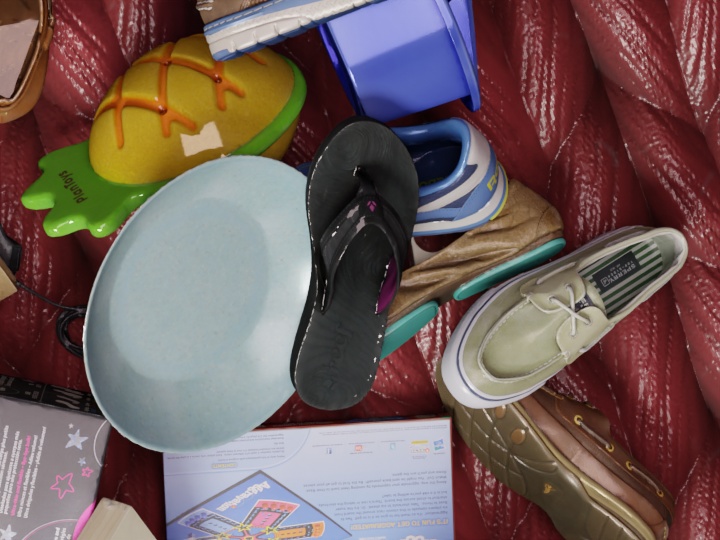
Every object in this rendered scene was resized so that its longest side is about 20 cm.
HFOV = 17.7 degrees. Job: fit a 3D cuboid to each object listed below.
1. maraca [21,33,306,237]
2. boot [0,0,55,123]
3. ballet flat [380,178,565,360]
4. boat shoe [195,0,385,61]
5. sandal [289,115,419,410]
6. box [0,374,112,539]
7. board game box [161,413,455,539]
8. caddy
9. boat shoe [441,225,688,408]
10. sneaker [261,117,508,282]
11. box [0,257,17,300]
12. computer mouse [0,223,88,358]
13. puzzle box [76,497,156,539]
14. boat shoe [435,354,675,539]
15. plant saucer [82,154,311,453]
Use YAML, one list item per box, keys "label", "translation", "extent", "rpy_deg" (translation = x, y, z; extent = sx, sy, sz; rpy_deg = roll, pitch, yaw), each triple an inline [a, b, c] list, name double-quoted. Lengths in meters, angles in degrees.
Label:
- label: "maraca"
  translation: [-0.127, -0.084, 1.510]
  extent: [0.199, 0.137, 0.107]
  rpy_deg: [-31, 123, -11]
- label: "boot"
  translation: [-0.222, -0.195, 1.477]
  extent: [0.073, 0.155, 0.201]
  rpy_deg: [-2, 93, -7]
- label: "ballet flat"
  translation: [0.043, 0.000, 1.576]
  extent: [0.199, 0.068, 0.073]
  rpy_deg: [-32, 76, -6]
- label: "boat shoe"
  translation: [-0.009, -0.195, 1.413]
  extent: [0.199, 0.072, 0.073]
  rpy_deg: [-21, 94, 2]
- label: "sandal"
  translation: [0.001, 0.001, 1.483]
  extent: [0.075, 0.048, 0.202]
  rpy_deg: [-2, 113, -20]
- label: "box"
  translation: [-0.237, 0.174, 1.505]
  extent: [0.114, 0.132, 0.201]
  rpy_deg: [13, 91, -7]
- label: "board game box"
  translation: [-0.035, 0.155, 1.585]
  extent: [0.199, 0.019, 0.104]
  rpy_deg: [-3, 96, -7]
- label: "caddy"
  translation: [0.018, -0.188, 1.520]
  extent: [0.105, 0.141, 0.201]
  rpy_deg: [-24, 96, -1]
- label: "boat shoe"
  translation: [0.137, 0.022, 1.552]
  extent: [0.200, 0.062, 0.072]
  rpy_deg: [-36, 93, -28]
- label: "sneaker"
  translation: [-0.002, -0.052, 1.538]
  extent: [0.199, 0.082, 0.074]
  rpy_deg: [-20, 63, -1]
- label: "box"
  translation: [-0.347, 0.001, 1.491]
  extent: [0.199, 0.021, 0.164]
  rpy_deg: [-30, 122, 2]
- label: "computer mouse"
  translation: [-0.225, 0.006, 1.553]
  extent: [0.199, 0.034, 0.059]
  rpy_deg: [31, 102, -15]
- label: "puzzle box"
  translation: [-0.152, 0.253, 1.488]
  extent: [0.025, 0.200, 0.133]
  rpy_deg: [14, 59, 30]
- label: "boat shoe"
  translation: [0.135, 0.120, 1.594]
  extent: [0.200, 0.072, 0.068]
  rpy_deg: [44, 54, 0]
- label: "plant saucer"
  translation: [-0.100, 0.017, 1.476]
  extent: [0.200, 0.039, 0.202]
  rpy_deg: [-19, 122, -33]
